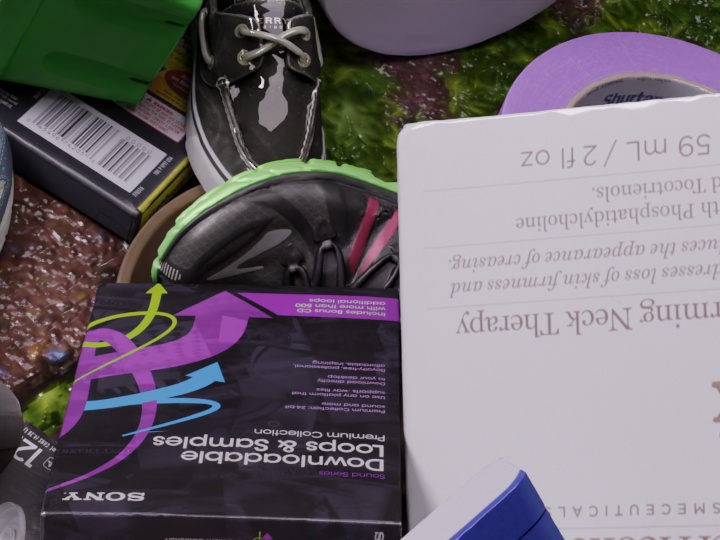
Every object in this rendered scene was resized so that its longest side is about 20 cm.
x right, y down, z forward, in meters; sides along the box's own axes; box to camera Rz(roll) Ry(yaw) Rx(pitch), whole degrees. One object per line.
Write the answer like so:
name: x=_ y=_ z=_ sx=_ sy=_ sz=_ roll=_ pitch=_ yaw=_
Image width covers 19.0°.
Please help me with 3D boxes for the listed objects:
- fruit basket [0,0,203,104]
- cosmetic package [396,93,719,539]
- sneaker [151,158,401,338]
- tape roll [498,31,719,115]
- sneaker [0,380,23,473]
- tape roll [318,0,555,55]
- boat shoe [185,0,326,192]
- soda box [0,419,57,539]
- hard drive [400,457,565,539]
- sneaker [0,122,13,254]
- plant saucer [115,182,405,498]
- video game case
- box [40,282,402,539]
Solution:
fruit basket: x=-0.170 y=-0.201 z=1.101 sx=0.214 sy=0.156 sz=0.217 roll=14 pitch=56 yaw=-22
cosmetic package: x=0.123 y=0.040 z=0.925 sx=0.166 sy=0.166 sz=0.202 roll=-4 pitch=83 yaw=24
sneaker: x=0.000 y=0.000 z=1.029 sx=0.198 sy=0.077 sz=0.084 roll=1 pitch=48 yaw=-16
tape roll: x=0.160 y=-0.033 z=1.154 sx=0.199 sy=0.066 sz=0.201 roll=10 pitch=50 yaw=-12
sneaker: x=-0.231 y=0.076 z=0.890 sx=0.106 sy=0.199 sz=0.075 roll=-1 pitch=90 yaw=-44
tape roll: x=0.041 y=-0.237 z=1.189 sx=0.201 sy=0.203 sz=0.140 roll=-12 pitch=56 yaw=-26
boat shoe: x=-0.055 y=-0.110 z=1.108 sx=0.070 sy=0.064 sz=0.201 roll=1 pitch=52 yaw=-17
soda box: x=-0.088 y=0.155 z=0.913 sx=0.199 sy=0.071 sz=0.063 roll=34 pitch=50 yaw=9
hard drive: x=0.054 y=0.189 z=0.827 sx=0.132 sy=0.201 sz=0.025 roll=-39 pitch=28 yaw=-15
sneaker: x=-0.220 y=-0.018 z=0.998 sx=0.077 sy=0.087 sz=0.200 roll=30 pitch=49 yaw=6
plant saucer: x=-0.025 y=0.035 z=1.060 sx=0.198 sy=0.030 sz=0.201 roll=9 pitch=51 yaw=-11
video game case: x=-0.152 y=-0.125 z=1.149 sx=0.199 sy=0.026 sz=0.181 roll=32 pitch=50 yaw=9
box: x=-0.053 y=0.064 z=0.912 sx=0.142 sy=0.036 sz=0.200 roll=1 pitch=28 yaw=-1
